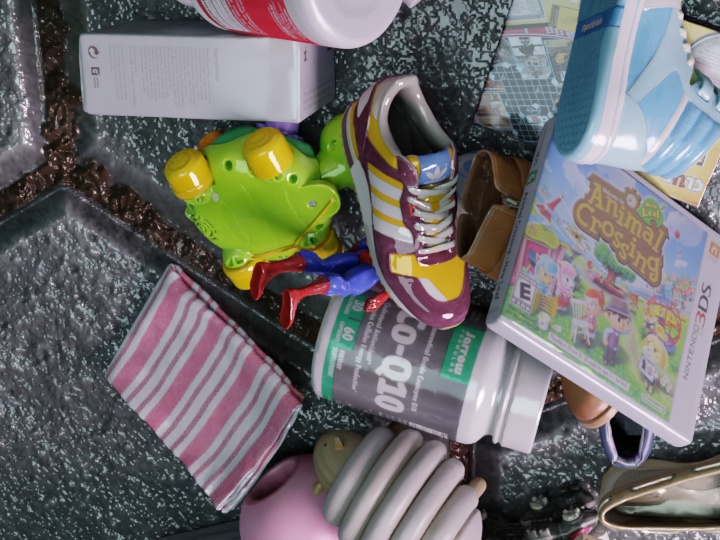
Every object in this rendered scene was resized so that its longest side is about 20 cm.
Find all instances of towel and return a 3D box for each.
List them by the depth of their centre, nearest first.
[{"bbox_3d":[-0.153,0.110,1.102,0.200,0.030,0.147,43,113,20],"label":"towel"}]

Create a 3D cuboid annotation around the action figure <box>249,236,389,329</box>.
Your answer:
[{"bbox_3d":[0.000,0.000,0.972,0.065,0.198,0.052,36,129,36],"label":"action figure"}]

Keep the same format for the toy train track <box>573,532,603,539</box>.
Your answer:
[{"bbox_3d":[0.155,0.302,1.050,0.113,0.033,0.201,21,131,-16],"label":"toy train track"}]

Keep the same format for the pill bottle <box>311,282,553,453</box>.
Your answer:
[{"bbox_3d":[0.065,0.083,1.014,0.197,0.113,0.115,16,112,11],"label":"pill bottle"}]

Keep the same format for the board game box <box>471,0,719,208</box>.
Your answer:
[{"bbox_3d":[0.204,-0.150,0.938,0.197,0.035,0.137,22,112,8],"label":"board game box"}]

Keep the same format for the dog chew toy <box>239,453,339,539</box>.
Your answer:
[{"bbox_3d":[-0.025,0.273,1.104,0.124,0.125,0.201,-29,105,23],"label":"dog chew toy"}]

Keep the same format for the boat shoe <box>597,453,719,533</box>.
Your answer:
[{"bbox_3d":[0.305,0.196,1.006,0.197,0.063,0.074,-3,107,17],"label":"boat shoe"}]

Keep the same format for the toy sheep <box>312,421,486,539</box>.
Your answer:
[{"bbox_3d":[0.042,0.204,1.009,0.198,0.138,0.139,30,114,15],"label":"toy sheep"}]

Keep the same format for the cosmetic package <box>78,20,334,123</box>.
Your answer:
[{"bbox_3d":[-0.128,-0.172,0.995,0.197,0.102,0.075,6,110,16],"label":"cosmetic package"}]

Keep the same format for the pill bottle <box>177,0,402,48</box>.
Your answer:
[{"bbox_3d":[-0.067,-0.237,0.896,0.198,0.111,0.114,19,116,43],"label":"pill bottle"}]

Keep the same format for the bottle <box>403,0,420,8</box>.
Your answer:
[{"bbox_3d":[-0.010,-0.301,0.934,0.083,0.065,0.200,-39,94,30],"label":"bottle"}]

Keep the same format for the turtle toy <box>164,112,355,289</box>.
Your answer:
[{"bbox_3d":[-0.065,-0.077,1.004,0.197,0.102,0.147,-13,130,20],"label":"turtle toy"}]

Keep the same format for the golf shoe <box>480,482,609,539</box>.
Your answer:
[{"bbox_3d":[0.134,0.266,1.077,0.197,0.077,0.089,-16,112,22],"label":"golf shoe"}]

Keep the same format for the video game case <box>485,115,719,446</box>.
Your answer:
[{"bbox_3d":[0.197,0.008,0.892,0.198,0.184,0.022,31,152,-21],"label":"video game case"}]

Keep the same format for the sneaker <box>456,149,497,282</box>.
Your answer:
[{"bbox_3d":[0.137,-0.014,0.989,0.072,0.072,0.201,-40,103,-9],"label":"sneaker"}]

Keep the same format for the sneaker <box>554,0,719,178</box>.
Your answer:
[{"bbox_3d":[0.229,-0.165,0.875,0.129,0.079,0.203,16,92,-17],"label":"sneaker"}]

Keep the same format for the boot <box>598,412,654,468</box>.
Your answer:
[{"bbox_3d":[0.229,0.058,0.968,0.072,0.090,0.203,-1,106,17],"label":"boot"}]

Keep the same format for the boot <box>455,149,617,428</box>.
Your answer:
[{"bbox_3d":[0.139,0.012,0.908,0.153,0.203,0.073,19,151,-33],"label":"boot"}]

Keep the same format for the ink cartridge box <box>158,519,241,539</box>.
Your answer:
[{"bbox_3d":[-0.137,0.371,1.151,0.143,0.145,0.203,-17,101,21],"label":"ink cartridge box"}]

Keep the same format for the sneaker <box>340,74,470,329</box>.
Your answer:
[{"bbox_3d":[0.045,-0.053,0.917,0.090,0.074,0.203,-25,87,63],"label":"sneaker"}]
